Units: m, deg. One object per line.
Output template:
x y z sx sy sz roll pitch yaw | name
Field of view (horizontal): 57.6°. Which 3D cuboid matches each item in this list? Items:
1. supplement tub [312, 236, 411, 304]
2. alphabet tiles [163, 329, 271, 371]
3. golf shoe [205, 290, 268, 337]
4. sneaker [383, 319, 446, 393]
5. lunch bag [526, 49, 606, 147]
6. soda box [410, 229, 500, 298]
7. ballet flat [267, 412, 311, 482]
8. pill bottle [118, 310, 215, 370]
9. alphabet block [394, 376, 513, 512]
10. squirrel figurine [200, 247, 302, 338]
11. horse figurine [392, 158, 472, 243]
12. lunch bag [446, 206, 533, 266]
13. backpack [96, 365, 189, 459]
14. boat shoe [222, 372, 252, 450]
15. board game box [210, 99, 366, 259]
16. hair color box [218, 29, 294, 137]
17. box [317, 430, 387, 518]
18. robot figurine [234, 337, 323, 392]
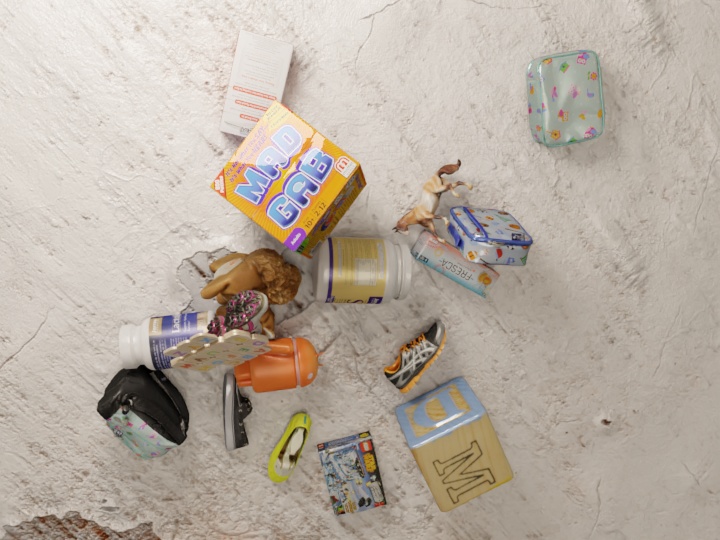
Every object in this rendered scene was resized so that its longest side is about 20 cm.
0.000 0.000 1.422 0.199 0.145 0.146 2 106 -10 | supplement tub
-0.287 0.166 1.330 0.200 0.015 0.195 -26 152 29 | alphabet tiles
-0.233 0.100 1.320 0.092 0.073 0.200 11 145 -37 | golf shoe
0.132 0.195 1.542 0.077 0.078 0.200 34 97 -8 | sneaker
0.450 -0.371 1.425 0.160 0.077 0.201 -13 108 -7 | lunch bag
0.217 -0.015 1.498 0.200 0.064 0.069 29 100 -16 | soda box
-0.171 0.435 1.564 0.067 0.067 0.201 21 102 -16 | ballet flat
-0.408 0.154 1.413 0.199 0.116 0.116 -7 108 -8 | pill bottle
0.219 0.409 1.559 0.196 0.195 0.201 -25 108 0 | alphabet block
-0.217 0.055 1.410 0.199 0.142 0.187 -26 115 1 | squirrel figurine
0.164 -0.151 1.432 0.050 0.132 0.201 17 99 -45 | horse figurine
0.273 -0.076 1.417 0.160 0.200 0.076 6 114 -12 | lunch bag
-0.474 0.317 1.443 0.126 0.167 0.200 -29 114 21 | backpack
-0.282 0.326 1.514 0.066 0.070 0.201 -3 108 -17 | boat shoe
-0.129 -0.165 1.268 0.200 0.200 0.200 38 90 5 | board game box
-0.211 -0.368 1.319 0.110 0.064 0.201 12 103 -14 | hair color box
-0.020 0.508 1.626 0.136 0.040 0.201 -13 108 -5 | box
-0.181 0.211 1.469 0.199 0.117 0.144 -6 108 -8 | robot figurine
